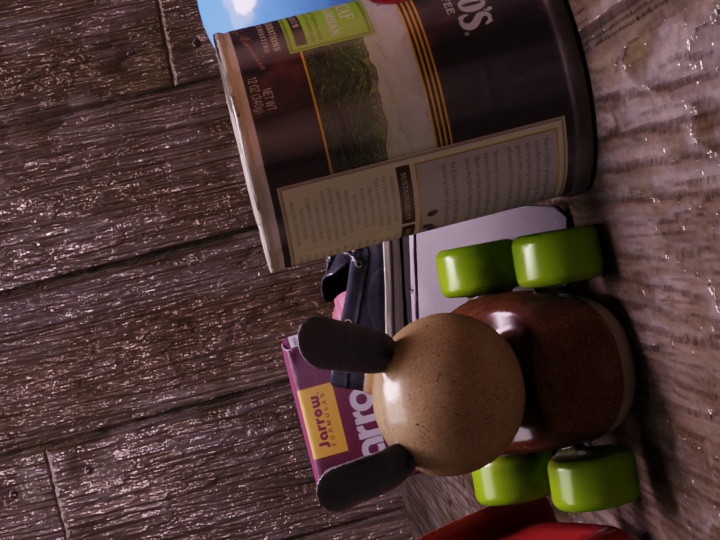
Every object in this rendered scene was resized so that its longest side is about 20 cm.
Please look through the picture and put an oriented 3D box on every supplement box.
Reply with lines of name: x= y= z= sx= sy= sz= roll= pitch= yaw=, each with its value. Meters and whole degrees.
supplement box: x=0.043 y=0.099 z=1.223 sx=0.103 sy=0.197 sz=0.133 roll=-162 pitch=57 yaw=-85

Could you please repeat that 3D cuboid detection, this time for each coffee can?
coffee can: x=0.024 y=-0.093 z=0.868 sx=0.146 sy=0.197 sz=0.149 roll=165 pitch=90 yaw=-85

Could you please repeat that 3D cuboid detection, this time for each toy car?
toy car: x=0.049 y=0.072 z=0.861 sx=0.157 sy=0.198 sz=0.167 roll=-10 pitch=90 yaw=58

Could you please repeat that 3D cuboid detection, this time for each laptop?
laptop: x=0.084 y=0.036 z=1.034 sx=0.200 sy=0.102 sz=0.180 roll=-107 pitch=15 yaw=-83

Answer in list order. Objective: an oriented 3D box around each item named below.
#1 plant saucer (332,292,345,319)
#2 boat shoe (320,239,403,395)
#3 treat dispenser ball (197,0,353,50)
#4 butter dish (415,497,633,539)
plant saucer: x=0.041 y=0.081 z=1.491 sx=0.200 sy=0.051 sz=0.201 roll=41 pitch=-163 yaw=-15
boat shoe: x=0.000 y=0.000 z=1.093 sx=0.075 sy=0.061 sz=0.203 roll=87 pitch=-179 yaw=-65
treat dispenser ball: x=-0.034 y=-0.233 z=1.162 sx=0.201 sy=0.198 sz=0.204 roll=166 pitch=90 yaw=-86
butter dish: x=0.138 y=0.239 z=0.893 sx=0.198 sy=0.147 sz=0.203 roll=-9 pitch=-99 yaw=-54
